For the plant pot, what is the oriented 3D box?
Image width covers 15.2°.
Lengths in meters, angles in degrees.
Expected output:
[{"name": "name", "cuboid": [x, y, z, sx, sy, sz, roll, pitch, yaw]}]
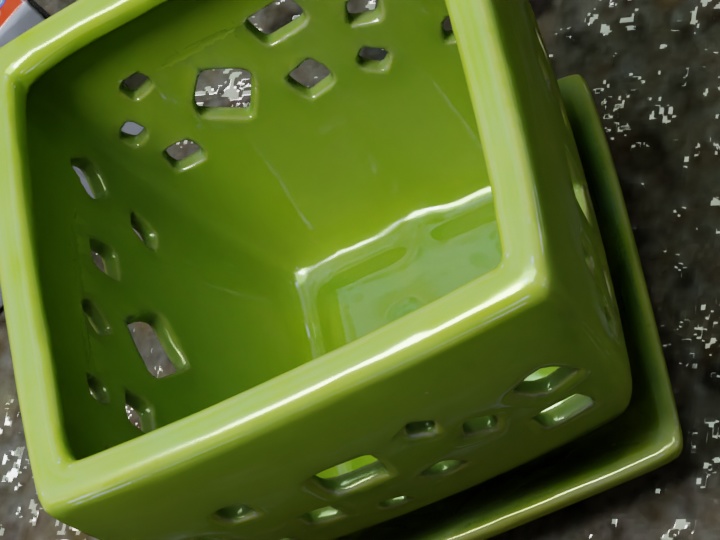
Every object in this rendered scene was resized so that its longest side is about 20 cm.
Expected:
[{"name": "plant pot", "cuboid": [0.000, 0.000, 0.971, 0.199, 0.181, 0.201, -24, 55, 18]}]

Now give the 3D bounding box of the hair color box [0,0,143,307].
[{"name": "hair color box", "cuboid": [-0.191, -0.027, 1.149, 0.200, 0.111, 0.064, -47, 51, 1]}]
